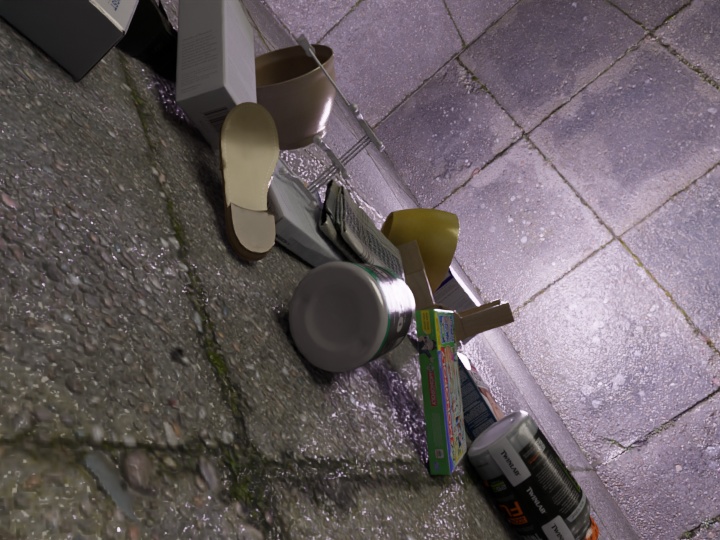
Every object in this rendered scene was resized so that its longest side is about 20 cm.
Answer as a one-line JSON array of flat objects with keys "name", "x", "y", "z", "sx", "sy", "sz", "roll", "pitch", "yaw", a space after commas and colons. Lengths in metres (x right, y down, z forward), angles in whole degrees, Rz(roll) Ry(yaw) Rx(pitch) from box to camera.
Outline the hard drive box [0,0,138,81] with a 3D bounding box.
[{"name": "hard drive box", "x": -0.307, "y": -0.308, "z": 0.495, "sx": 0.200, "sy": 0.076, "sz": 0.158, "roll": 42, "pitch": 28, "yaw": -39}]

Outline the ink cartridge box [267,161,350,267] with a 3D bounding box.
[{"name": "ink cartridge box", "x": -0.102, "y": -0.095, "z": 0.807, "sx": 0.199, "sy": 0.040, "sz": 0.202, "roll": 37, "pitch": 21, "yaw": -53}]

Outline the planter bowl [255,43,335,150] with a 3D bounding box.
[{"name": "planter bowl", "x": -0.130, "y": -0.307, "z": 0.979, "sx": 0.202, "sy": 0.195, "sz": 0.137, "roll": -109, "pitch": -176, "yaw": -53}]

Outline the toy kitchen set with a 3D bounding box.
[{"name": "toy kitchen set", "x": 0.177, "y": 0.031, "z": 1.082, "sx": 0.163, "sy": 0.176, "sz": 0.205, "roll": 43, "pitch": 30, "yaw": -86}]

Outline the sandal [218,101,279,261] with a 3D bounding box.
[{"name": "sandal", "x": -0.144, "y": -0.100, "z": 0.647, "sx": 0.076, "sy": 0.069, "sz": 0.217, "roll": 12, "pitch": 58, "yaw": -32}]

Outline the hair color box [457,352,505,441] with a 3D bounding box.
[{"name": "hair color box", "x": 0.219, "y": 0.258, "z": 0.994, "sx": 0.100, "sy": 0.060, "sz": 0.203, "roll": 30, "pitch": 27, "yaw": -58}]

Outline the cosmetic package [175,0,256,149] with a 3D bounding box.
[{"name": "cosmetic package", "x": -0.191, "y": -0.281, "z": 0.723, "sx": 0.102, "sy": 0.069, "sz": 0.205, "roll": 59, "pitch": 22, "yaw": -62}]

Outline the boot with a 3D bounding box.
[{"name": "boot", "x": -0.308, "y": -0.357, "z": 0.715, "sx": 0.176, "sy": 0.068, "sz": 0.200, "roll": 58, "pitch": 3, "yaw": 19}]

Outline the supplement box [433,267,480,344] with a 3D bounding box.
[{"name": "supplement box", "x": 0.255, "y": 0.085, "z": 1.466, "sx": 0.200, "sy": 0.103, "sz": 0.102, "roll": 47, "pitch": 13, "yaw": -22}]

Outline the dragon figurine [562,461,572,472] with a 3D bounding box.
[{"name": "dragon figurine", "x": 0.395, "y": 0.454, "z": 1.025, "sx": 0.202, "sy": 0.099, "sz": 0.059, "roll": 56, "pitch": 14, "yaw": 10}]

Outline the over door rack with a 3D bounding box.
[{"name": "over door rack", "x": -0.078, "y": -0.212, "z": 0.780, "sx": 0.201, "sy": 0.147, "sz": 0.067, "roll": 51, "pitch": 7, "yaw": -11}]

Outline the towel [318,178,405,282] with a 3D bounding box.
[{"name": "towel", "x": 0.011, "y": -0.050, "z": 0.876, "sx": 0.200, "sy": 0.034, "sz": 0.194, "roll": 46, "pitch": 21, "yaw": -21}]

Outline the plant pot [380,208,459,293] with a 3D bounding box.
[{"name": "plant pot", "x": 0.115, "y": -0.058, "z": 1.217, "sx": 0.139, "sy": 0.204, "sz": 0.201, "roll": 19, "pitch": 22, "yaw": -12}]

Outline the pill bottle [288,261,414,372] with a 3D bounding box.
[{"name": "pill bottle", "x": 0.001, "y": 0.050, "z": 0.643, "sx": 0.114, "sy": 0.112, "sz": 0.199, "roll": 55, "pitch": 13, "yaw": 10}]

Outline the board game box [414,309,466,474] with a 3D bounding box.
[{"name": "board game box", "x": 0.113, "y": 0.159, "z": 0.742, "sx": 0.134, "sy": 0.028, "sz": 0.206, "roll": 15, "pitch": 69, "yaw": -70}]

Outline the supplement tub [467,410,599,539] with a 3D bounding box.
[{"name": "supplement tub", "x": 0.266, "y": 0.334, "z": 0.829, "sx": 0.202, "sy": 0.122, "sz": 0.122, "roll": 55, "pitch": 13, "yaw": 10}]
